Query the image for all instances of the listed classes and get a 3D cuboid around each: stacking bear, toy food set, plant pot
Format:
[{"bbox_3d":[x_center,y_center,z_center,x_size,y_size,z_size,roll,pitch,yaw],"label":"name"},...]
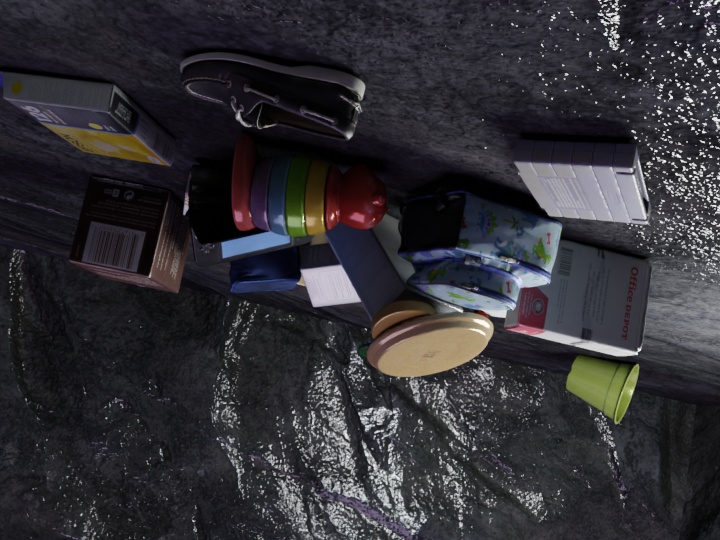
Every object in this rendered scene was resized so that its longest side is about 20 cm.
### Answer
[{"bbox_3d":[-0.061,-0.100,1.071,0.195,0.116,0.122,5,164,6],"label":"stacking bear"},{"bbox_3d":[0.096,0.101,1.188,0.196,0.050,0.199,-4,151,-17],"label":"toy food set"},{"bbox_3d":[0.771,0.360,2.623,0.187,0.203,0.199,22,177,29],"label":"plant pot"}]

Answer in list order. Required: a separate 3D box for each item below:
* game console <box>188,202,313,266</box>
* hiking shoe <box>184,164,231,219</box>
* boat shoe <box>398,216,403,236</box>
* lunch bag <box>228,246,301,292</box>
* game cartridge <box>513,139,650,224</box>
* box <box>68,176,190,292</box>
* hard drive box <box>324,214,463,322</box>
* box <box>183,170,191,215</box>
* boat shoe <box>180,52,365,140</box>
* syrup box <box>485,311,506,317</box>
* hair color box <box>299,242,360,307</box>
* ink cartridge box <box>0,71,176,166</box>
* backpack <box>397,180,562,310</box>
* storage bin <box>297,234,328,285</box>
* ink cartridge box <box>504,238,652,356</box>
[{"bbox_3d":[-0.147,-0.046,1.209,0.196,0.118,0.177,-13,144,-15],"label":"game console"},{"bbox_3d":[-0.216,-0.094,1.301,0.075,0.103,0.199,14,172,30],"label":"hiking shoe"},{"bbox_3d":[0.131,-0.043,1.261,0.196,0.076,0.066,6,163,-30],"label":"boat shoe"},{"bbox_3d":[-0.188,-0.034,1.565,0.133,0.136,0.200,-3,173,-13],"label":"lunch bag"},{"bbox_3d":[0.250,-0.098,0.906,0.127,0.039,0.200,12,172,26],"label":"game cartridge"},{"bbox_3d":[-0.435,-0.065,1.576,0.162,0.168,0.200,10,171,4],"label":"box"},{"bbox_3d":[0.049,-0.001,1.262,0.155,0.077,0.202,22,-150,-46],"label":"hard drive box"},{"bbox_3d":[-0.281,-0.127,1.398,0.038,0.042,0.200,14,170,-12],"label":"box"},{"bbox_3d":[-0.094,-0.171,0.815,0.196,0.062,0.074,11,172,10],"label":"boat shoe"},{"bbox_3d":[0.244,0.032,1.553,0.080,0.080,0.198,4,168,41],"label":"syrup box"},{"bbox_3d":[0.000,0.000,1.444,0.195,0.061,0.100,-6,135,10],"label":"hair color box"},{"bbox_3d":[-0.370,-0.199,1.069,0.196,0.048,0.198,8,171,11],"label":"ink cartridge box"},{"bbox_3d":[0.163,-0.022,1.116,0.196,0.150,0.183,11,174,-17],"label":"backpack"},{"bbox_3d":[-0.025,-0.009,1.613,0.194,0.096,0.200,13,170,-11],"label":"storage bin"},{"bbox_3d":[0.335,0.039,1.258,0.196,0.149,0.085,13,170,-5],"label":"ink cartridge box"}]
